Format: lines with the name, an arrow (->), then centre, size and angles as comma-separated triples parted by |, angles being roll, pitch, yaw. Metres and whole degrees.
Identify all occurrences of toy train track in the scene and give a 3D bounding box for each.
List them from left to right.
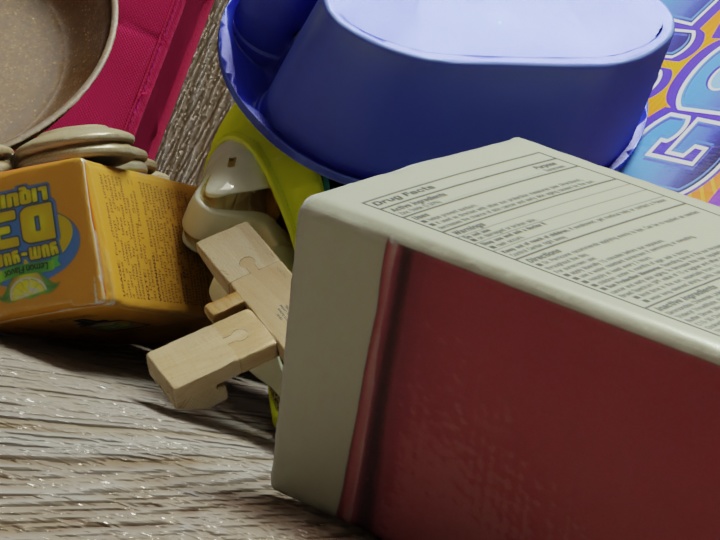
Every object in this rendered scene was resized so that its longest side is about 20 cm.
toy train track -> 0.010, 0.012, 1.049 | 0.200, 0.033, 0.115 | -24, 46, -19

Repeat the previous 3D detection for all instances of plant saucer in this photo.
plant saucer -> -0.212, -0.107, 1.210 | 0.200, 0.200, 0.037 | 20, -38, 15

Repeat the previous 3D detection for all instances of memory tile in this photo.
memory tile -> -0.165, -0.036, 1.146 | 0.153, 0.017, 0.200 | -9, -5, 1

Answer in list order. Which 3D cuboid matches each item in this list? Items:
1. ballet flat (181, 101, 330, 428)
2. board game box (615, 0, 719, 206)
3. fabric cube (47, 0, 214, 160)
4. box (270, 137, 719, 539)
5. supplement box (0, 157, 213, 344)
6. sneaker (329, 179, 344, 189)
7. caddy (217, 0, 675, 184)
ballet flat -> -0.039, -0.007, 1.115 | 0.067, 0.067, 0.200 | 0, 49, -29
board game box -> 0.185, -0.018, 1.247 | 0.200, 0.200, 0.200 | 12, -39, 45
fabric cube -> -0.195, -0.125, 1.367 | 0.199, 0.200, 0.196 | 20, -13, -2
box -> 0.088, 0.043, 0.854 | 0.200, 0.109, 0.128 | 21, 24, 34
supplement box -> -0.106, -0.005, 1.132 | 0.066, 0.069, 0.200 | -11, -4, 15
sneaker -> 0.001, 0.000, 1.217 | 0.200, 0.070, 0.093 | 63, 8, 18
caddy -> 0.039, -0.100, 1.138 | 0.200, 0.105, 0.141 | 0, 52, -20
